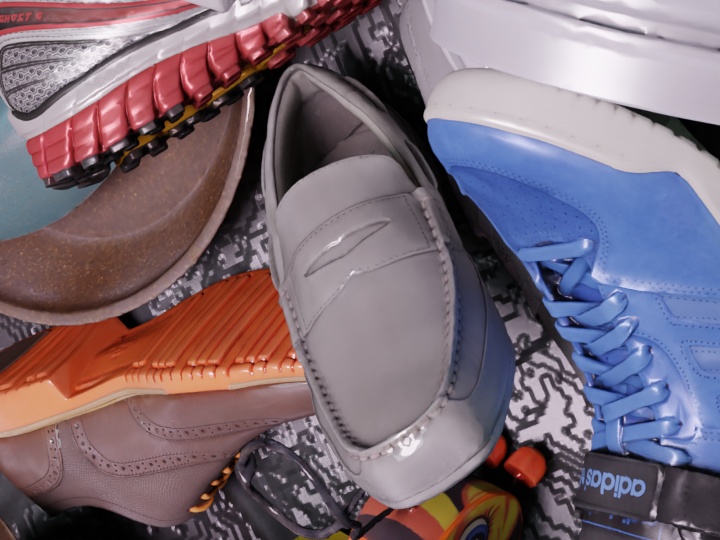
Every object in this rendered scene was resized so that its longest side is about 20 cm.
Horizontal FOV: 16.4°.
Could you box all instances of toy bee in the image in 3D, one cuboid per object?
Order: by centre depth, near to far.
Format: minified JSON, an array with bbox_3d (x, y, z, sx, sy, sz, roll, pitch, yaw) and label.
[{"bbox_3d":[0.029,0.113,0.856,0.131,0.109,0.200,39,146,17],"label":"toy bee"}]

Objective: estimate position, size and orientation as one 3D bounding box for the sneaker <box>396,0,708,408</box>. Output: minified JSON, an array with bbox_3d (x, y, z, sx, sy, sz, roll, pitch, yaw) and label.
[{"bbox_3d":[0.075,-0.021,0.816,0.201,0.074,0.082,66,159,-4],"label":"sneaker"}]

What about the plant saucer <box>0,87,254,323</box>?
[{"bbox_3d":[-0.113,-0.082,0.918,0.200,0.037,0.201,9,107,30],"label":"plant saucer"}]

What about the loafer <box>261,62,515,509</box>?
[{"bbox_3d":[0.000,0.000,0.786,0.070,0.200,0.070,-34,120,9],"label":"loafer"}]

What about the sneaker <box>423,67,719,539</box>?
[{"bbox_3d":[0.084,0.031,0.732,0.077,0.200,0.112,9,68,62],"label":"sneaker"}]

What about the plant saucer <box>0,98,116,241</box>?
[{"bbox_3d":[-0.160,-0.106,0.892,0.199,0.036,0.201,8,105,31],"label":"plant saucer"}]

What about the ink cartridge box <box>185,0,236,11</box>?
[{"bbox_3d":[-0.097,-0.165,0.788,0.199,0.116,0.067,20,148,30],"label":"ink cartridge box"}]

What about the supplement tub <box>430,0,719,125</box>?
[{"bbox_3d":[0.099,-0.150,0.695,0.144,0.145,0.201,19,104,28],"label":"supplement tub"}]

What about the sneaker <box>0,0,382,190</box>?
[{"bbox_3d":[-0.037,-0.110,0.808,0.199,0.078,0.082,-32,87,1],"label":"sneaker"}]

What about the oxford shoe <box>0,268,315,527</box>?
[{"bbox_3d":[-0.057,0.050,0.916,0.199,0.071,0.073,-10,114,40],"label":"oxford shoe"}]

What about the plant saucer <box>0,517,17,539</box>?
[{"bbox_3d":[-0.122,0.192,0.931,0.200,0.037,0.201,161,90,-73],"label":"plant saucer"}]
